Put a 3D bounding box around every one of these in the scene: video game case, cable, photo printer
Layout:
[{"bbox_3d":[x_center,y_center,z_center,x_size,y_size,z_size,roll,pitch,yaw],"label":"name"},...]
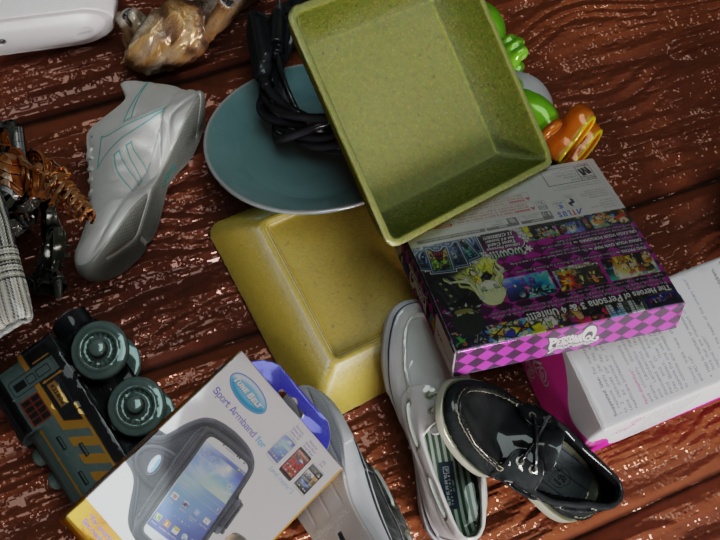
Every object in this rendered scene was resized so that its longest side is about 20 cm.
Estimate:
[{"bbox_3d":[0.137,-0.009,1.051,0.197,0.036,0.182,-11,47,-14],"label":"video game case"},{"bbox_3d":[-0.016,-0.177,1.136,0.161,0.051,0.202,-7,50,-9],"label":"cable"},{"bbox_3d":[-0.317,-0.273,1.142,0.197,0.070,0.169,-11,70,-16],"label":"photo printer"}]

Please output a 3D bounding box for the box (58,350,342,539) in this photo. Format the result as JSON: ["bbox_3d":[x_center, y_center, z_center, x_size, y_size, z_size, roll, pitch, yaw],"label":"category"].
[{"bbox_3d":[-0.106,0.155,0.940,0.200,0.041,0.119,-44,94,-22],"label":"box"}]

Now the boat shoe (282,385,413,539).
[{"bbox_3d":[-0.011,0.186,1.014,0.072,0.071,0.202,-35,60,18],"label":"boat shoe"}]

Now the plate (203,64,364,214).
[{"bbox_3d":[-0.039,-0.112,1.125,0.197,0.026,0.202,-1,47,1],"label":"plate"}]

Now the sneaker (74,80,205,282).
[{"bbox_3d":[-0.202,-0.078,1.092,0.079,0.071,0.202,18,59,7],"label":"sneaker"}]

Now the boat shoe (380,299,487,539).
[{"bbox_3d":[0.070,0.119,1.031,0.073,0.067,0.203,-13,86,-20],"label":"boat shoe"}]

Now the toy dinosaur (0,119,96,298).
[{"bbox_3d":[-0.275,-0.050,1.008,0.101,0.199,0.138,5,93,-23],"label":"toy dinosaur"}]

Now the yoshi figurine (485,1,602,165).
[{"bbox_3d":[0.135,-0.181,1.174,0.199,0.113,0.112,37,45,18],"label":"yoshi figurine"}]

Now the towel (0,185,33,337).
[{"bbox_3d":[-0.343,-0.008,0.982,0.034,0.199,0.195,10,55,-57],"label":"towel"}]

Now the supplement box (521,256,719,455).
[{"bbox_3d":[0.252,0.073,1.092,0.198,0.101,0.104,-20,72,-18],"label":"supplement box"}]

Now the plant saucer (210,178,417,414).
[{"bbox_3d":[0.000,0.000,1.103,0.198,0.049,0.202,-24,75,-19],"label":"plant saucer"}]

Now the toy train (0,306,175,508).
[{"bbox_3d":[-0.198,0.129,0.998,0.113,0.085,0.201,-34,80,-8],"label":"toy train"}]

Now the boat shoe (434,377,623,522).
[{"bbox_3d":[0.138,0.142,1.006,0.199,0.066,0.075,43,56,-31],"label":"boat shoe"}]

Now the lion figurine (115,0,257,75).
[{"bbox_3d":[-0.127,-0.247,1.162,0.199,0.122,0.073,-36,89,-38],"label":"lion figurine"}]

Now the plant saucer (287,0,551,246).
[{"bbox_3d":[0.043,-0.142,1.060,0.199,0.048,0.202,-27,95,-35],"label":"plant saucer"}]
